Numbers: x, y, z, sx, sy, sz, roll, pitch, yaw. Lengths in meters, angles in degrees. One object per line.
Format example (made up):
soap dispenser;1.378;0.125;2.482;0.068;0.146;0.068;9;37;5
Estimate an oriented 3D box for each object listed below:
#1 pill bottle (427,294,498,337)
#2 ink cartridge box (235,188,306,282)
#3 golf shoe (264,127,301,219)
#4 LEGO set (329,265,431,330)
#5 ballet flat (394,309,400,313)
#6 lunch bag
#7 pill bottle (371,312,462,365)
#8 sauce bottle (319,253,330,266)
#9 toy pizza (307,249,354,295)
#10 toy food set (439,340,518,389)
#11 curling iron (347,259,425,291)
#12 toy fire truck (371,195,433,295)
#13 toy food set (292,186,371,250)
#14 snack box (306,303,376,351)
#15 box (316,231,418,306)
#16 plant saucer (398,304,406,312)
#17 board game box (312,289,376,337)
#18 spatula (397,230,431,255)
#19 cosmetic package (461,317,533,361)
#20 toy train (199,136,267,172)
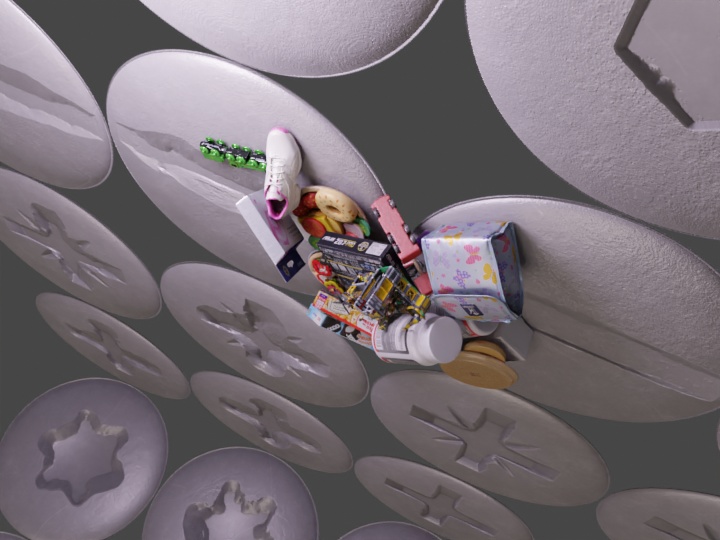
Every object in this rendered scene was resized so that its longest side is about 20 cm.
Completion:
pill bottle;0.209;0.101;1.645;0.114;0.114;0.199;43;146;-24
ink cartridge box;-0.182;-0.086;1.595;0.043;0.196;0.201;-32;97;13
golf shoe;-0.168;-0.199;1.515;0.075;0.092;0.201;7;125;14
LEGO set;0.037;0.080;1.488;0.199;0.116;0.154;-1;138;53
ballet flat;0.068;0.107;1.739;0.067;0.201;0.071;-17;127;-2
lunch bag;0.231;0.012;1.449;0.168;0.127;0.202;2;115;38
pill bottle;0.123;0.149;1.566;0.114;0.114;0.199;44;155;-24
sauce bottle;0.000;0.000;1.720;0.198;0.066;0.066;20;149;6
toy pizza;-0.049;0.018;1.830;0.199;0.032;0.201;21;148;14
toy food set;0.272;0.223;1.682;0.197;0.049;0.200;-6;146;43
curling iron;0.059;0.019;1.665;0.198;0.026;0.050;-18;102;17
toy fire truck;0.097;-0.051;1.515;0.201;0.048;0.141;62;-176;22
toy food set;-0.065;-0.112;1.622;0.199;0.049;0.198;0;139;38
snack box;-0.037;0.153;1.893;0.199;0.037;0.116;27;-178;-24
box;0.015;-0.003;1.569;0.199;0.049;0.162;13;145;43
plant saucer;0.155;0.164;1.875;0.199;0.036;0.201;21;148;14
board game box;-0.023;0.112;1.847;0.199;0.047;0.152;27;180;1
spatula;0.116;-0.043;1.615;0.056;0.021;0.200;20;156;-21
cosmetic package;0.295;0.158;1.703;0.107;0.085;0.199;40;149;-26
toy train;-0.272;-0.253;1.608;0.198;0.042;0.057;17;157;19
